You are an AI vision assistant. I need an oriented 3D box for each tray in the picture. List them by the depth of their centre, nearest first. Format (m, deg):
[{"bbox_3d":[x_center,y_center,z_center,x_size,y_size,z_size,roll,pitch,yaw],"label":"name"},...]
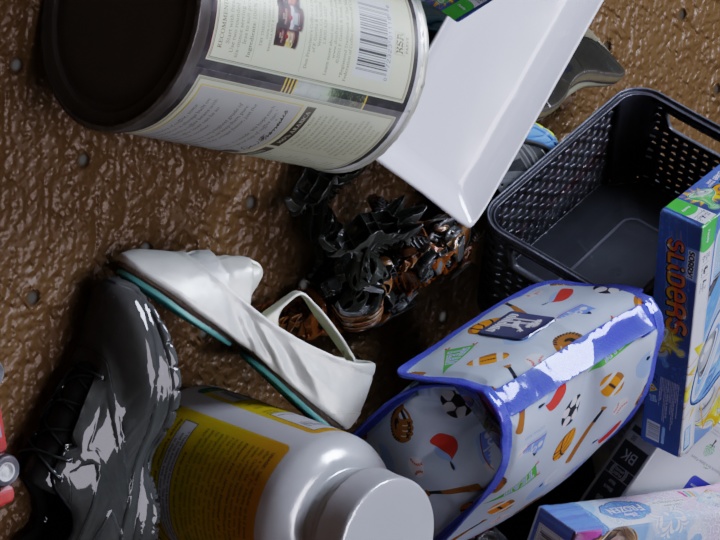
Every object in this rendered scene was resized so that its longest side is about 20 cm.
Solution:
[{"bbox_3d":[0.085,-0.139,1.639,0.107,0.022,0.200,35,81,-36],"label":"tray"}]

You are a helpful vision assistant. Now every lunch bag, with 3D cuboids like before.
[{"bbox_3d":[0.099,0.092,1.637,0.170,0.200,0.124,-29,80,-35],"label":"lunch bag"}]

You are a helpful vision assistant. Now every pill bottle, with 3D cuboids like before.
[{"bbox_3d":[-0.051,0.150,1.579,0.113,0.200,0.113,-15,111,-42],"label":"pill bottle"}]

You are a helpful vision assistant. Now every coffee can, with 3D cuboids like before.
[{"bbox_3d":[-0.077,-0.144,1.509,0.200,0.146,0.146,9,95,-46],"label":"coffee can"}]

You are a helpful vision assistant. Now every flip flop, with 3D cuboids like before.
[{"bbox_3d":[0.131,-0.143,1.762,0.081,0.058,0.200,47,32,3],"label":"flip flop"}]

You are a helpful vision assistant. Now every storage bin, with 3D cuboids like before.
[{"bbox_3d":[0.192,-0.027,1.756,0.200,0.135,0.094,-41,150,-33],"label":"storage bin"}]

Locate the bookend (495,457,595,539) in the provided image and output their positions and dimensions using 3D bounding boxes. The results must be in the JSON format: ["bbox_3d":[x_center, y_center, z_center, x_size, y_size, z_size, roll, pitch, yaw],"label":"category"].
[{"bbox_3d":[0.091,0.236,1.822,0.199,0.092,0.200,-32,121,-35],"label":"bookend"}]

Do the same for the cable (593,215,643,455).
[{"bbox_3d":[0.219,0.053,1.870,0.200,0.069,0.200,-46,114,-49],"label":"cable"}]

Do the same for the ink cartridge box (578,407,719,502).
[{"bbox_3d":[0.202,0.189,1.805,0.099,0.039,0.200,33,91,-45],"label":"ink cartridge box"}]

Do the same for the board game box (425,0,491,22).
[{"bbox_3d":[0.017,-0.272,1.563,0.135,0.034,0.200,27,42,-46],"label":"board game box"}]

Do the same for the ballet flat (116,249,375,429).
[{"bbox_3d":[-0.070,0.030,1.592,0.200,0.069,0.069,38,73,-21],"label":"ballet flat"}]

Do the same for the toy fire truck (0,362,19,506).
[{"bbox_3d":[-0.282,0.071,1.435,0.141,0.049,0.200,-23,118,-38],"label":"toy fire truck"}]

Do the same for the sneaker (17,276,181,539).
[{"bbox_3d":[-0.171,0.104,1.541,0.091,0.076,0.200,-2,100,-38],"label":"sneaker"}]

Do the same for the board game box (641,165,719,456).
[{"bbox_3d":[0.253,0.015,1.688,0.135,0.034,0.200,-36,140,-38],"label":"board game box"}]

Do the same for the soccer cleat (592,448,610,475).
[{"bbox_3d":[0.181,0.140,1.895,0.069,0.078,0.200,-31,121,-35],"label":"soccer cleat"}]

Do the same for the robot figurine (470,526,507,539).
[{"bbox_3d":[0.013,0.215,1.709,0.200,0.058,0.145,23,85,-20],"label":"robot figurine"}]

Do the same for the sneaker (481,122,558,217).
[{"bbox_3d":[0.072,-0.081,1.730,0.200,0.071,0.083,17,83,-49],"label":"sneaker"}]

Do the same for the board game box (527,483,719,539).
[{"bbox_3d":[0.181,0.258,1.765,0.199,0.043,0.200,-3,117,-43],"label":"board game box"}]

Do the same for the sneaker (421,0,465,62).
[{"bbox_3d":[0.056,-0.158,1.684,0.200,0.082,0.074,-30,122,-36],"label":"sneaker"}]

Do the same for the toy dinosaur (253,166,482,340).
[{"bbox_3d":[0.000,0.000,1.669,0.200,0.102,0.136,-45,149,-36],"label":"toy dinosaur"}]
